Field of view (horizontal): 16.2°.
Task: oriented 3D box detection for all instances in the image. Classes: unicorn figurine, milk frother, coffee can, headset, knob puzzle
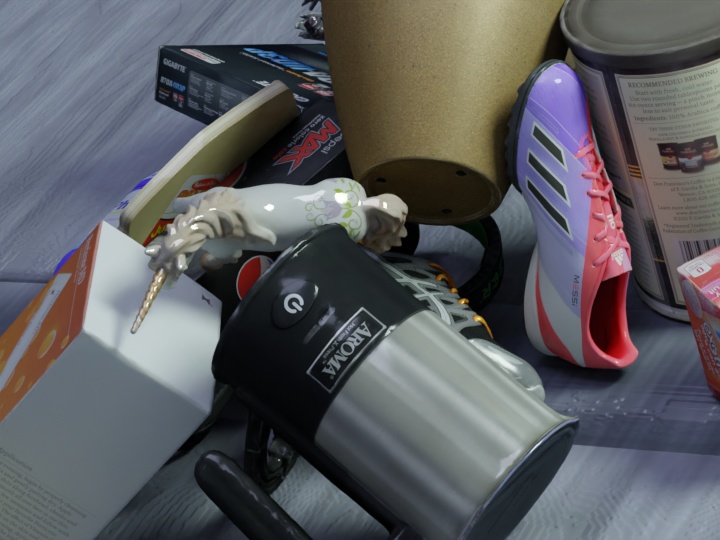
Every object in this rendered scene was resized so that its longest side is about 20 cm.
[{"bbox_3d":[-0.064,-0.024,1.530,0.199,0.074,0.137,-20,-2,-12],"label":"unicorn figurine"},{"bbox_3d":[0.014,0.100,1.495,0.188,0.200,0.181,40,100,16],"label":"milk frother"},{"bbox_3d":[0.219,-0.090,1.594,0.145,0.201,0.147,-14,31,9],"label":"coffee can"},{"bbox_3d":[0.000,0.000,1.726,0.198,0.094,0.124,7,44,14],"label":"headset"},{"bbox_3d":[-0.112,-0.051,1.691,0.030,0.220,0.219,42,60,17],"label":"knob puzzle"}]

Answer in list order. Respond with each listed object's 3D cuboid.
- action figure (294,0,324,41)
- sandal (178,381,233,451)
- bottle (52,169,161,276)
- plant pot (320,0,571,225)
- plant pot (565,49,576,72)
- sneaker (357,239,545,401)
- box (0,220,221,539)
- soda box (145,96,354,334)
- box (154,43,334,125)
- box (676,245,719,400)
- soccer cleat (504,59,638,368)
[{"bbox_3d":[0.011,-0.203,1.833,0.069,0.131,0.200,8,34,-34],"label":"action figure"},{"bbox_3d":[-0.123,0.082,1.680,0.075,0.048,0.200,-25,19,-6],"label":"sandal"},{"bbox_3d":[-0.138,-0.034,1.842,0.083,0.066,0.200,2,37,39],"label":"bottle"},{"bbox_3d":[0.052,-0.139,1.604,0.185,0.186,0.202,-5,62,24],"label":"plant pot"},{"bbox_3d":[0.153,-0.178,1.869,0.199,0.093,0.201,-9,33,6],"label":"plant pot"},{"bbox_3d":[0.038,0.032,1.591,0.199,0.079,0.077,28,60,29],"label":"sneaker"},{"bbox_3d":[-0.183,0.091,1.550,0.200,0.097,0.125,-46,21,24],"label":"box"},{"bbox_3d":[-0.064,-0.026,1.662,0.200,0.064,0.071,-42,39,-22],"label":"soda box"},{"bbox_3d":[-0.037,-0.127,1.886,0.158,0.046,0.200,-5,19,-35],"label":"box"},{"bbox_3d":[0.302,0.014,1.487,0.199,0.095,0.103,-26,31,-10],"label":"box"},{"bbox_3d":[0.137,-0.033,1.556,0.068,0.202,0.073,-26,32,-36],"label":"soccer cleat"}]
